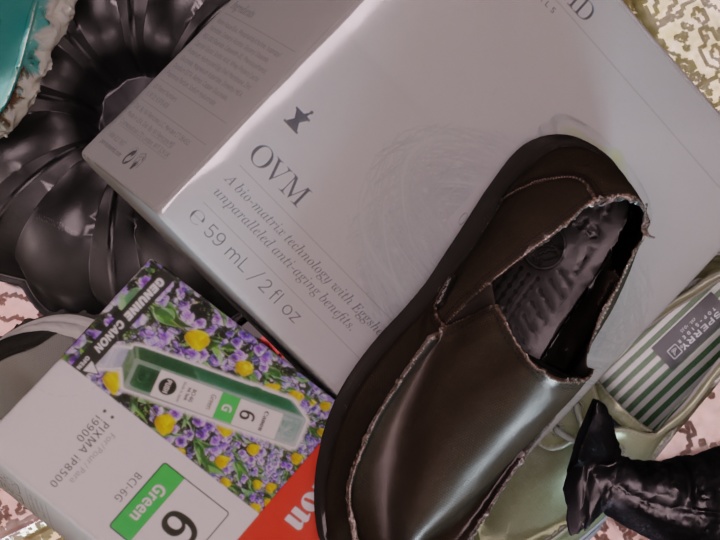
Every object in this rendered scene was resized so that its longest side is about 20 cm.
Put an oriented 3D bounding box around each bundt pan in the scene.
[{"bbox_3d":[-0.101,-0.070,1.268,0.201,0.076,0.202,-1,81,8],"label":"bundt pan"}]

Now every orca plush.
[{"bbox_3d":[0.192,0.088,1.223,0.200,0.071,0.105,19,67,-17],"label":"orca plush"}]

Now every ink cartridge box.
[{"bbox_3d":[-0.044,0.098,1.137,0.200,0.050,0.109,37,71,14],"label":"ink cartridge box"}]

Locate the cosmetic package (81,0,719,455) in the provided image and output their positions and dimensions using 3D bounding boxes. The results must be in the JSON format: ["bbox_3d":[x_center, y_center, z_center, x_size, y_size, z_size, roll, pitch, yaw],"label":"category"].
[{"bbox_3d":[0.031,-0.043,1.180,0.200,0.123,0.199,-47,115,-5],"label":"cosmetic package"}]

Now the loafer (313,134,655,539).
[{"bbox_3d":[0.048,0.037,1.093,0.073,0.071,0.200,28,87,-22],"label":"loafer"}]

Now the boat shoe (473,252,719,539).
[{"bbox_3d":[0.109,0.064,1.269,0.072,0.062,0.200,42,88,4],"label":"boat shoe"}]

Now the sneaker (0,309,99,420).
[{"bbox_3d":[-0.107,0.078,1.230,0.200,0.074,0.079,22,52,39],"label":"sneaker"}]

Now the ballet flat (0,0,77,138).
[{"bbox_3d":[-0.142,-0.147,1.213,0.072,0.072,0.200,23,86,4],"label":"ballet flat"}]

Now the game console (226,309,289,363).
[{"bbox_3d":[0.000,0.000,1.299,0.177,0.031,0.200,41,87,10],"label":"game console"}]
